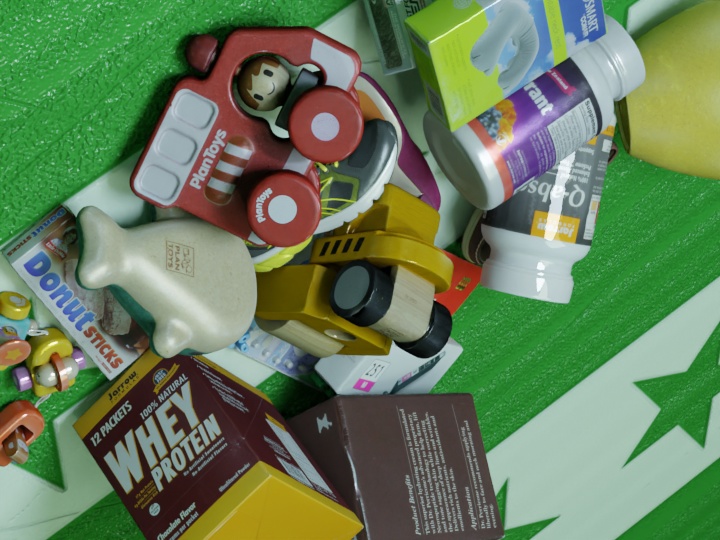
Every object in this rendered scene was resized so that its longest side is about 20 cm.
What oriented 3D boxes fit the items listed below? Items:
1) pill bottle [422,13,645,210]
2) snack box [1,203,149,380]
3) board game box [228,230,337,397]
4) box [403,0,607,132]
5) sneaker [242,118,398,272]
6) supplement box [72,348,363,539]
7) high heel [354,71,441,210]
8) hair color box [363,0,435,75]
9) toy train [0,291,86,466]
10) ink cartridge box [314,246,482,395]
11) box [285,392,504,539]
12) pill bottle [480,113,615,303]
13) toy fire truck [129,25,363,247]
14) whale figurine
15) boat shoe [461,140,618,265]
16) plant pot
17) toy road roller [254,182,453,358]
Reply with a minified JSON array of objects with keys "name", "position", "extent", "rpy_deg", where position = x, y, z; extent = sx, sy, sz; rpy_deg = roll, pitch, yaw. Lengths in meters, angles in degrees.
[{"name":"pill bottle","position":[0.166,-0.155,1.663],"extent":[0.200,0.111,0.112],"rpy_deg":[-35,139,-13]},{"name":"snack box","position":[-0.251,0.023,1.629],"extent":[0.072,0.024,0.200],"rpy_deg":[-39,140,-7]},{"name":"board game box","position":[-0.029,0.027,1.819],"extent":[0.200,0.026,0.200],"rpy_deg":[-51,139,7]},{"name":"box","position":[0.140,-0.223,1.570],"extent":[0.199,0.048,0.122],"rpy_deg":[-33,142,-10]},{"name":"sneaker","position":[-0.052,-0.077,1.652],"extent":[0.200,0.075,0.085],"rpy_deg":[-40,130,15]},{"name":"supplement box","position":[-0.138,0.200,1.723],"extent":[0.133,0.200,0.197],"rpy_deg":[-44,146,5]},{"name":"high heel","position":[0.032,-0.126,1.736],"extent":[0.067,0.096,0.201],"rpy_deg":[-15,123,23]},{"name":"hair color box","position":[0.104,-0.255,1.631],"extent":[0.199,0.061,0.100],"rpy_deg":[-20,98,-27]},{"name":"toy train","position":[-0.326,0.108,1.616],"extent":[0.150,0.056,0.200],"rpy_deg":[-39,140,-7]},{"name":"ink cartridge box","position":[0.058,0.063,1.873],"extent":[0.174,0.044,0.200],"rpy_deg":[-50,154,9]},{"name":"box","position":[0.016,0.231,1.879],"extent":[0.199,0.167,0.164],"rpy_deg":[3,158,-41]},{"name":"pill bottle","position":[0.186,-0.074,1.797],"extent":[0.116,0.116,0.201],"rpy_deg":[7,95,-43]},{"name":"toy fire truck","position":[-0.094,-0.124,1.552],"extent":[0.167,0.112,0.201],"rpy_deg":[25,104,-9]},{"name":"whale figurine","position":[-0.188,0.007,1.604],"extent":[0.103,0.160,0.199],"rpy_deg":[-21,153,40]},{"name":"boat shoe","position":[0.193,-0.074,1.880],"extent":[0.200,0.072,0.072],"rpy_deg":[-44,143,-2]},{"name":"plant pot","position":[0.341,-0.182,1.849],"extent":[0.141,0.201,0.201],"rpy_deg":[-9,135,2]},{"name":"toy road roller","position":[0.000,0.000,1.698],"extent":[0.123,0.199,0.147],"rpy_deg":[29,66,-41]}]
